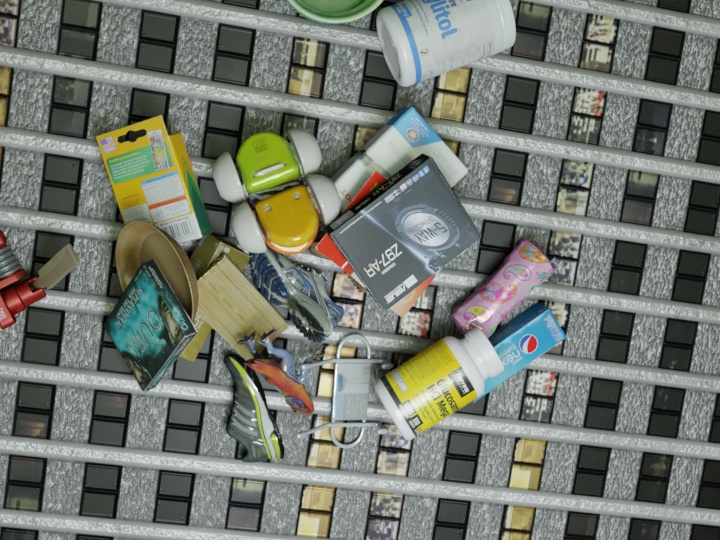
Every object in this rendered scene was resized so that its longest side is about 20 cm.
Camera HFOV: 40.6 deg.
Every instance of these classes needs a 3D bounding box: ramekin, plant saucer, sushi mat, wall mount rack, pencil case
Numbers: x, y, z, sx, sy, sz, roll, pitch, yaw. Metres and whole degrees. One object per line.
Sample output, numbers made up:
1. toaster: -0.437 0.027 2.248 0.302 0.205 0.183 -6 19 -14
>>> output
1. ramekin: -0.047 -0.492 1.560 0.198 0.098 0.202 -1 97 -9
2. plant saucer: -0.310 0.014 1.521 0.035 0.199 0.202 -24 102 -41
3. sushi mat: -0.202 0.066 1.598 0.096 0.012 0.200 -42 130 -5
4. wall mount rack: -0.033 0.212 1.648 0.172 0.074 0.202 2 96 -21
5. pencil case: 0.246 0.038 1.676 0.200 0.087 0.087 -44 101 -3

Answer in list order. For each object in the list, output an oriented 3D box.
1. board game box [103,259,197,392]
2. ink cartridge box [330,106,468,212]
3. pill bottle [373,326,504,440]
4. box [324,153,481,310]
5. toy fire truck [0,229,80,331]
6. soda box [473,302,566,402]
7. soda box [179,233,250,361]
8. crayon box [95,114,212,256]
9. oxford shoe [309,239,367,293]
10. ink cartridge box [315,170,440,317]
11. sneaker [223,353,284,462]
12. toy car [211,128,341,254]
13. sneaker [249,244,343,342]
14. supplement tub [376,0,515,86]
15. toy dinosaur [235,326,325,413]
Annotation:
1. board game box: -0.333 0.091 1.531 0.028 0.200 0.136 -23 73 -41
2. ink cartridge box: 0.054 -0.151 1.622 0.200 0.084 0.145 -44 104 -1
3. pill bottle: 0.130 0.180 1.597 0.199 0.112 0.113 -33 100 -1
4. box: 0.068 -0.059 1.531 0.199 0.044 0.161 -37 111 -4
5. toy fire truck: -0.557 -0.009 1.538 0.199 0.129 0.177 -28 100 -16
6. soda box: 0.254 0.141 1.696 0.199 0.068 0.064 -34 101 -4
7. soda box: -0.264 0.043 1.597 0.068 0.064 0.201 27 93 -41
8. crayon box: -0.329 -0.137 1.562 0.125 0.052 0.202 -14 100 17
9. oxford shoe: 0.000 0.000 1.641 0.198 0.070 0.075 18 96 -10
10. ink cartridge box: 0.049 -0.040 1.568 0.200 0.050 0.163 37 94 -38
11. sneaker: -0.195 0.238 1.640 0.080 0.074 0.202 -20 98 -3
12. toy car: -0.132 -0.119 1.562 0.174 0.150 0.201 -22 77 -6
13. sneaker: -0.106 0.026 1.631 0.200 0.077 0.085 50 49 5
14. supplement tub: 0.137 -0.392 1.584 0.199 0.132 0.133 -22 100 -5
15. toy dinosaur: -0.135 0.183 1.605 0.104 0.200 0.182 -17 111 26
